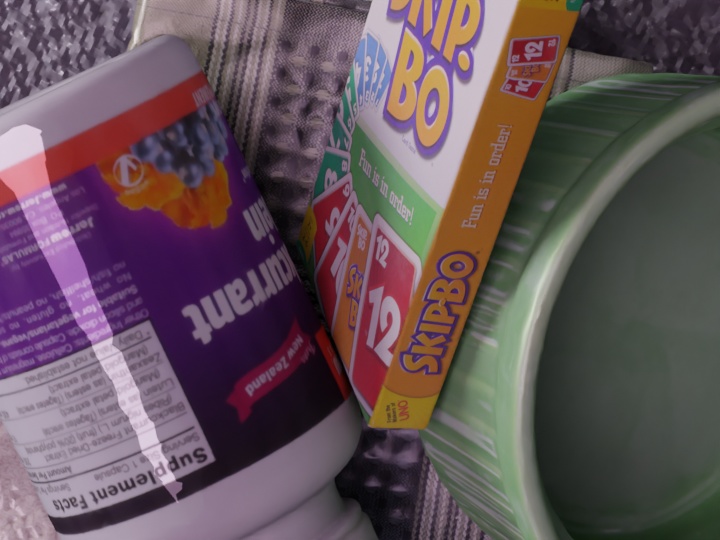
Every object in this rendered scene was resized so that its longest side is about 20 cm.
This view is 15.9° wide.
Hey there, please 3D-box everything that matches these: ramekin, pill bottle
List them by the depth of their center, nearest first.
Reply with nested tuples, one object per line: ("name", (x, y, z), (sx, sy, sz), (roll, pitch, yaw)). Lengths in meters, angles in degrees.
("pill bottle", (-0.067, 0.032, 0.863), (0.111, 0.111, 0.200), (-22, 99, 21))
("ramekin", (0.113, 0.026, 0.873), (0.098, 0.199, 0.201), (22, 108, 59))

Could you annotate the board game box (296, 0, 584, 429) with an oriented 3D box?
("board game box", (0.025, -0.055, 0.816), (0.096, 0.030, 0.200), (-113, 35, -46))

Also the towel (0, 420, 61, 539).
("towel", (-0.092, 0.087, 0.962), (0.132, 0.034, 0.201), (-19, 83, -6))

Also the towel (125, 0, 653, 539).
("towel", (0.000, 0.000, 0.930), (0.192, 0.035, 0.201), (11, 100, 0))
